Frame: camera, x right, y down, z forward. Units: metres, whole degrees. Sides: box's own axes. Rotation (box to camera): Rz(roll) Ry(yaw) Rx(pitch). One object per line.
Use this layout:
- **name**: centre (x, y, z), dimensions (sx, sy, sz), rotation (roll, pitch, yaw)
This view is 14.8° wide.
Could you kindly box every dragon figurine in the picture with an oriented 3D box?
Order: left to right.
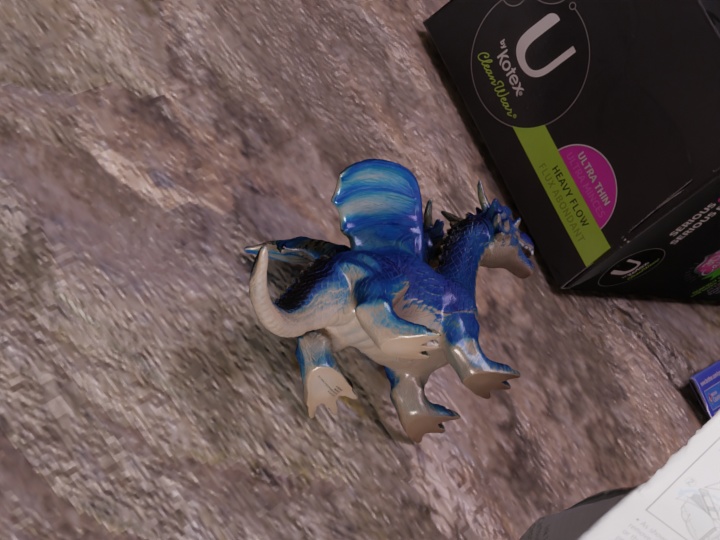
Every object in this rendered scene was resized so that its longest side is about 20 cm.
- **dragon figurine**: centre (0.000, 0.000, 1.005), dimensions (0.199, 0.059, 0.100), rotation (18, 43, -49)

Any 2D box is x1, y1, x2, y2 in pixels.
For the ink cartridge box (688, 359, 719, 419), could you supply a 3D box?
- **ink cartridge box**: centre (0.233, 0.114, 1.257), dimensions (0.201, 0.042, 0.119), rotation (55, 27, 8)

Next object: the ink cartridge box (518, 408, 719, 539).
- **ink cartridge box**: centre (0.130, 0.121, 0.887), dimensions (0.162, 0.200, 0.050), rotation (37, 29, -9)

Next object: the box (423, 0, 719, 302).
- **box**: centre (0.152, -0.079, 1.263), dimensions (0.200, 0.124, 0.149), rotation (5, 53, -57)
